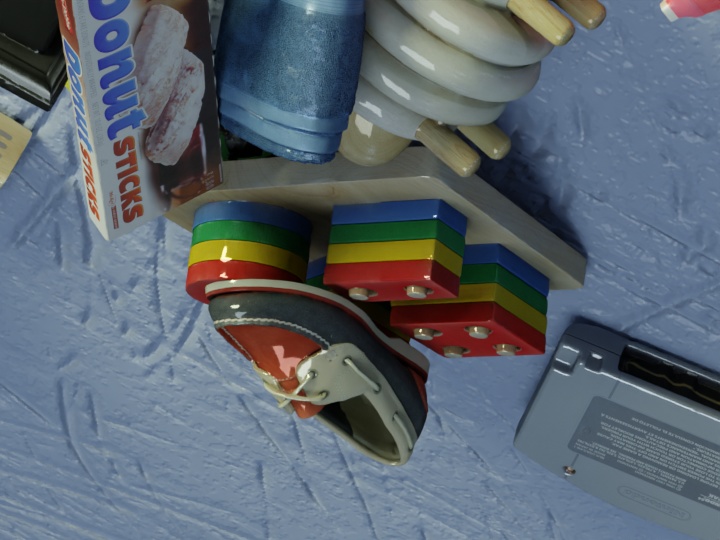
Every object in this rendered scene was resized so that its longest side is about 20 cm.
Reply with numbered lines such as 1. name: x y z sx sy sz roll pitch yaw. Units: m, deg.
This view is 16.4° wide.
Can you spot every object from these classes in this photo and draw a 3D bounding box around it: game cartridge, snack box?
1. game cartridge: 0.202 0.113 1.579 0.199 0.041 0.134 23 139 1
2. snack box: -0.108 -0.095 1.235 0.024 0.072 0.200 52 159 30

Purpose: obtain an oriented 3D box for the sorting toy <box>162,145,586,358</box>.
1. sorting toy: 0.000 0.000 1.456 0.198 0.070 0.200 -3 161 30

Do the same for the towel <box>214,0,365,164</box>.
1. towel: -0.030 -0.160 1.240 0.048 0.201 0.112 3 -165 -28

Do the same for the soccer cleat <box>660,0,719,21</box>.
1. soccer cleat: 0.140 -0.211 1.212 0.076 0.067 0.200 -29 118 10

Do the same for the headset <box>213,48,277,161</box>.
1. headset: -0.087 -0.085 1.418 0.123 0.094 0.200 4 161 -15

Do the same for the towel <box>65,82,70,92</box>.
1. towel: -0.142 -0.130 1.378 0.200 0.018 0.086 47 133 35

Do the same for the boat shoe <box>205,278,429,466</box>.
1. boat shoe: -0.023 0.056 1.424 0.071 0.063 0.200 -1 160 32

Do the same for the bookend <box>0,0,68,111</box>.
1. bookend: -0.126 -0.221 1.215 0.092 0.199 0.200 28 141 -6

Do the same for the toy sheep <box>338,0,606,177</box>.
1. toy sheep: 0.045 -0.135 1.287 0.138 0.138 0.200 32 114 -11

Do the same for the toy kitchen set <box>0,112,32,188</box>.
1. toy kitchen set: -0.312 -0.062 1.500 0.180 0.200 0.163 31 143 -10
